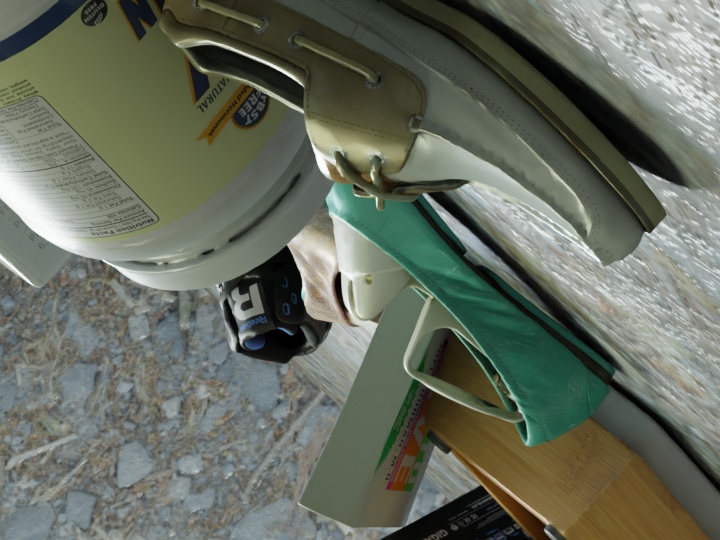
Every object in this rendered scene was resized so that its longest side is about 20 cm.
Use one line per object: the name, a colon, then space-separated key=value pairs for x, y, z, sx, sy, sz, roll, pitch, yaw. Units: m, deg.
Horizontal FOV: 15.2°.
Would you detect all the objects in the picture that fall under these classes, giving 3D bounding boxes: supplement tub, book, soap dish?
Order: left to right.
supplement tub: x=-0.101 y=-0.094 z=1.019 sx=0.145 sy=0.145 sz=0.200 roll=38 pitch=174 yaw=41
book: x=0.018 y=0.072 z=1.482 sx=0.048 sy=0.134 sz=0.200 roll=23 pitch=179 yaw=8
soap dish: x=0.131 y=0.124 z=1.454 sx=0.157 sy=0.081 sz=0.200 roll=37 pitch=172 yaw=47

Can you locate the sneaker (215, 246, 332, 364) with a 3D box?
sneaker: x=-0.073 y=-0.021 z=1.580 sx=0.200 sy=0.073 sz=0.112 roll=44 pitch=-150 yaw=-41

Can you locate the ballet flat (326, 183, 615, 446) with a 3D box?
ballet flat: x=0.034 y=0.012 z=1.302 sx=0.200 sy=0.070 sz=0.067 roll=43 pitch=175 yaw=-9

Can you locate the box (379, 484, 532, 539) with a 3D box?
box: x=0.134 y=0.198 z=1.564 sx=0.198 sy=0.050 sz=0.199 roll=40 pitch=-140 yaw=25

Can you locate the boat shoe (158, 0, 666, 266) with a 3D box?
boat shoe: x=0.014 y=-0.054 z=0.900 sx=0.200 sy=0.068 sz=0.075 roll=39 pitch=175 yaw=32

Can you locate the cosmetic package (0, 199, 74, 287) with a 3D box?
cosmetic package: x=-0.196 y=-0.128 z=1.351 sx=0.200 sy=0.167 sz=0.167 roll=43 pitch=175 yaw=-25

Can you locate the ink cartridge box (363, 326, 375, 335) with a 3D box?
ink cartridge box: x=-0.048 y=-0.032 z=1.766 sx=0.200 sy=0.039 sz=0.099 roll=39 pitch=174 yaw=24

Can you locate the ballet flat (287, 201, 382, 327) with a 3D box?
ballet flat: x=0.000 y=0.000 z=1.518 sx=0.067 sy=0.068 sz=0.200 roll=33 pitch=174 yaw=16
